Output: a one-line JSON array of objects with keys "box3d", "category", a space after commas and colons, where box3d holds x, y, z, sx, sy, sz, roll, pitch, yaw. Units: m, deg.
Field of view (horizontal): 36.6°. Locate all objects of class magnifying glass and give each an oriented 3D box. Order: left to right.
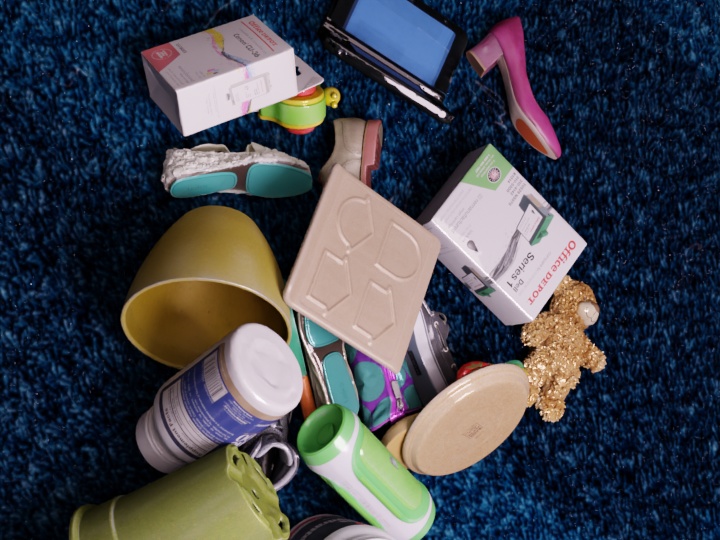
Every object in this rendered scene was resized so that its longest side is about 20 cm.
[{"box3d": [-0.079, 0.111, 1.367, 0.022, 0.080, 0.204, -12, 99, -5], "category": "magnifying glass"}]

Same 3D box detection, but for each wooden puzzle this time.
[{"box3d": [0.000, 0.000, 1.312, 0.199, 0.046, 0.188, 36, 63, -31], "category": "wooden puzzle"}]

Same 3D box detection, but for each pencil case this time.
[{"box3d": [0.020, 0.096, 1.390, 0.084, 0.092, 0.204, -15, 88, -21], "category": "pencil case"}]

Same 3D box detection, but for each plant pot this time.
[{"box3d": [-0.185, 0.294, 1.201, 0.189, 0.200, 0.201, -35, 97, 4], "category": "plant pot"}, {"box3d": [-0.176, 0.010, 1.291, 0.197, 0.201, 0.144, 15, 52, -18], "category": "plant pot"}]

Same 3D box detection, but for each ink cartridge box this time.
[{"box3d": [-0.156, -0.250, 1.344, 0.197, 0.117, 0.068, -24, 134, -22], "category": "ink cartridge box"}, {"box3d": [0.188, -0.045, 1.473, 0.200, 0.084, 0.147, 42, 72, -11], "category": "ink cartridge box"}]

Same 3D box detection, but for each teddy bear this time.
[{"box3d": [0.277, 0.108, 1.499, 0.145, 0.067, 0.200, 47, 71, -12], "category": "teddy bear"}]

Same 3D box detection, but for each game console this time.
[{"box3d": [0.053, -0.304, 1.439, 0.198, 0.176, 0.117, 29, 103, -15], "category": "game console"}]

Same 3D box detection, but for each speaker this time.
[{"box3d": [0.009, 0.249, 1.314, 0.089, 0.088, 0.200, -52, 123, -18], "category": "speaker"}]

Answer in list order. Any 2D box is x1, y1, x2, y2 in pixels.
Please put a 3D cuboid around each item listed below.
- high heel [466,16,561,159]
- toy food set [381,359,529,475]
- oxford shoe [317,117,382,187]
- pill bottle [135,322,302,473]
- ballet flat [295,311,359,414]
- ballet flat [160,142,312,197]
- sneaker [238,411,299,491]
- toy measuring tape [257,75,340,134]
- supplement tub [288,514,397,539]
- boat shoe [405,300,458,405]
[{"box3d": [0.241, -0.257, 1.523, 0.096, 0.067, 0.201, -37, 94, -9], "category": "high heel"}, {"box3d": [0.131, 0.188, 1.386, 0.196, 0.049, 0.201, 13, 120, -46], "category": "toy food set"}, {"box3d": [-0.021, -0.101, 1.422, 0.073, 0.070, 0.204, 9, 81, 8], "category": "oxford shoe"}, {"box3d": [-0.168, 0.155, 1.252, 0.110, 0.199, 0.112, 34, 36, -30], "category": "pill bottle"}, {"box3d": [-0.052, 0.096, 1.359, 0.067, 0.062, 0.204, -12, 94, -34], "category": "ballet flat"}, {"box3d": [-0.155, -0.133, 1.368, 0.196, 0.072, 0.073, -2, 85, -22], "category": "ballet flat"}, {"box3d": [-0.109, 0.190, 1.319, 0.074, 0.114, 0.204, 11, 80, -19], "category": "sneaker"}, {"box3d": [-0.110, -0.203, 1.381, 0.197, 0.073, 0.075, -15, 89, -25], "category": "toy measuring tape"}, {"box3d": [-0.017, 0.369, 1.287, 0.138, 0.200, 0.143, 2, 83, -20], "category": "supplement tub"}, {"box3d": [0.091, 0.089, 1.432, 0.066, 0.070, 0.203, -24, 93, -29], "category": "boat shoe"}]
